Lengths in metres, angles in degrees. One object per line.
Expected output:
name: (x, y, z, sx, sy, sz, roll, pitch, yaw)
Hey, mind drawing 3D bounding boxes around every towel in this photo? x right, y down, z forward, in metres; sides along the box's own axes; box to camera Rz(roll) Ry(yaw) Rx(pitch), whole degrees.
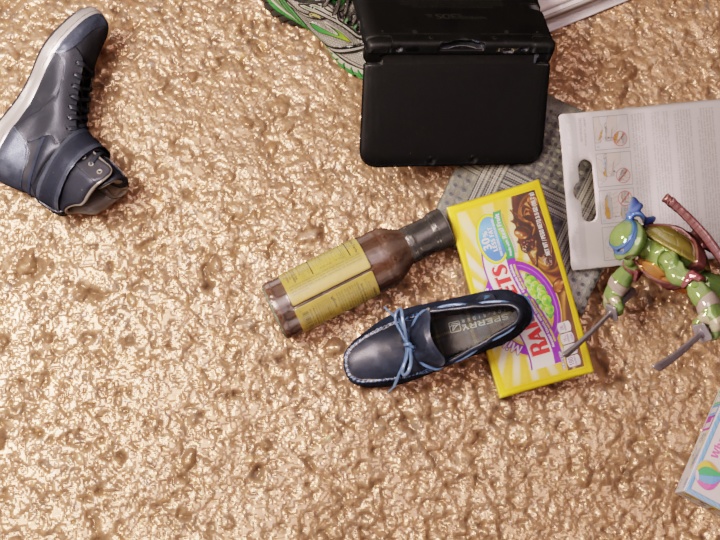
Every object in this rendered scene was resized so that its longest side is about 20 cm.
towel: (0.191, -0.083, 1.408, 0.191, 0.035, 0.202, 27, 80, 6)

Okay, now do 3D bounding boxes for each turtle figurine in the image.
turtle figurine: (0.308, 0.043, 1.314, 0.192, 0.144, 0.203, 16, 61, -25)

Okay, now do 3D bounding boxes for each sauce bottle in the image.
sauce bottle: (0.000, 0.000, 1.354, 0.198, 0.065, 0.065, -25, 80, -6)

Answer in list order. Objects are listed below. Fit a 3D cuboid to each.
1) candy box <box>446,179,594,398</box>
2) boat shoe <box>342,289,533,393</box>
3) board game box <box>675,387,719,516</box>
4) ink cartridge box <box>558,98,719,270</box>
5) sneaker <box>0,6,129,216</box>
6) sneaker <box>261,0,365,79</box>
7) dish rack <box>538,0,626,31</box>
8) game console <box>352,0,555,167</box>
candy box: (0.161, 0.019, 1.361, 0.101, 0.026, 0.203, -16, 86, 8)
boat shoe: (0.070, 0.059, 1.327, 0.198, 0.069, 0.085, -26, 85, 9)
board game box: (0.420, 0.164, 1.360, 0.133, 0.034, 0.202, 27, 78, 3)
ink cartridge box: (0.303, -0.089, 1.386, 0.197, 0.057, 0.165, -5, 91, -1)
sneaker: (-0.276, -0.152, 1.361, 0.145, 0.077, 0.204, 30, 87, 15)
sneaker: (-0.021, -0.267, 1.403, 0.198, 0.085, 0.079, 29, 78, 3)
dish rack: (0.200, -0.351, 1.455, 0.198, 0.044, 0.173, -22, 80, -8)
game console: (0.087, -0.211, 1.379, 0.197, 0.117, 0.178, -2, 53, -15)
